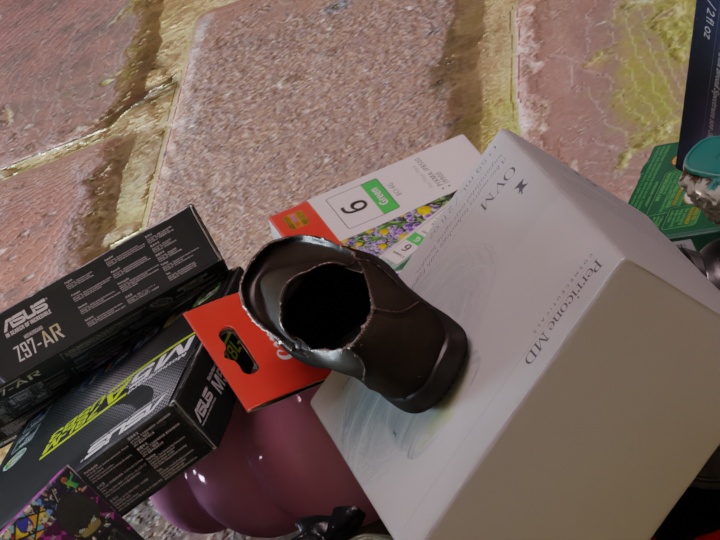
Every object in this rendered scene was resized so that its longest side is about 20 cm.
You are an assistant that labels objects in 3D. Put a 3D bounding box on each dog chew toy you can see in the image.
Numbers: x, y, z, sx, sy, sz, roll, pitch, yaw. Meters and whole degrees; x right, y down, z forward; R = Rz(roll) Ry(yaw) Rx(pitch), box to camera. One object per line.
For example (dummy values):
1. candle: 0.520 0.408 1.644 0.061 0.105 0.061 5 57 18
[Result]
1. dog chew toy: -0.054 0.111 1.754 0.200 0.125 0.125 -19 26 32

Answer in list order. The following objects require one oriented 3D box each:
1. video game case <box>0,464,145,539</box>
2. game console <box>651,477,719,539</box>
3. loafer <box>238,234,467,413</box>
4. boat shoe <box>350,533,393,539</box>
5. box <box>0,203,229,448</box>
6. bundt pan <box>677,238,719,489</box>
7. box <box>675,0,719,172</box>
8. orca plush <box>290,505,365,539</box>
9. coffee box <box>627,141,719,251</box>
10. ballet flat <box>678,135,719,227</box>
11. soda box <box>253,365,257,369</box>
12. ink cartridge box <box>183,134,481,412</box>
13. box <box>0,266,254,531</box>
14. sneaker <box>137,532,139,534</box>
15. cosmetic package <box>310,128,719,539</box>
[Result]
1. video game case: -0.166 0.238 1.565 0.200 0.181 0.036 -47 2 -34
2. game console: 0.134 0.139 1.631 0.177 0.031 0.200 -25 26 -9
3. loafer: -0.015 0.015 1.537 0.073 0.071 0.200 -60 32 -5
4. boat shoe: 0.024 0.193 1.589 0.072 0.062 0.200 -30 26 -5
5. box: -0.177 0.041 1.820 0.200 0.044 0.160 -30 -12 -3
6. bundt pan: 0.215 0.042 1.639 0.201 0.076 0.202 -16 25 7
7. box: 0.303 -0.113 1.644 0.198 0.200 0.123 31 55 26
8. orca plush: -0.053 0.213 1.530 0.105 0.071 0.200 20 72 33
9. coffee box: 0.269 -0.048 1.816 0.200 0.044 0.123 -11 32 31
10. ballet flat: 0.265 -0.037 1.594 0.072 0.072 0.200 -39 29 -22
11. soda box: -0.119 0.088 1.907 0.200 0.068 0.064 -22 26 11
12. ink cartridge box: 0.000 0.000 1.654 0.200 0.050 0.109 -23 41 -14
13. box: -0.152 0.102 1.722 0.200 0.048 0.193 -36 12 24
14. sneaker: -0.140 0.199 1.707 0.075 0.085 0.200 -40 29 -23
15. cosmetic package: 0.095 0.061 1.534 0.200 0.123 0.200 -55 28 10
